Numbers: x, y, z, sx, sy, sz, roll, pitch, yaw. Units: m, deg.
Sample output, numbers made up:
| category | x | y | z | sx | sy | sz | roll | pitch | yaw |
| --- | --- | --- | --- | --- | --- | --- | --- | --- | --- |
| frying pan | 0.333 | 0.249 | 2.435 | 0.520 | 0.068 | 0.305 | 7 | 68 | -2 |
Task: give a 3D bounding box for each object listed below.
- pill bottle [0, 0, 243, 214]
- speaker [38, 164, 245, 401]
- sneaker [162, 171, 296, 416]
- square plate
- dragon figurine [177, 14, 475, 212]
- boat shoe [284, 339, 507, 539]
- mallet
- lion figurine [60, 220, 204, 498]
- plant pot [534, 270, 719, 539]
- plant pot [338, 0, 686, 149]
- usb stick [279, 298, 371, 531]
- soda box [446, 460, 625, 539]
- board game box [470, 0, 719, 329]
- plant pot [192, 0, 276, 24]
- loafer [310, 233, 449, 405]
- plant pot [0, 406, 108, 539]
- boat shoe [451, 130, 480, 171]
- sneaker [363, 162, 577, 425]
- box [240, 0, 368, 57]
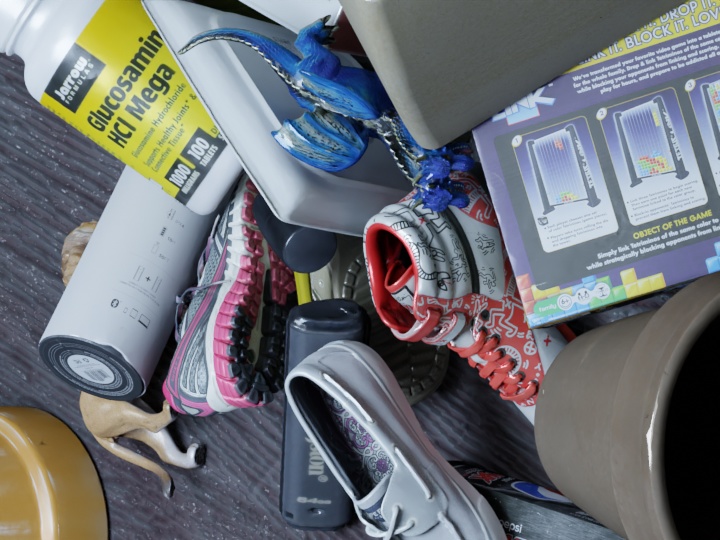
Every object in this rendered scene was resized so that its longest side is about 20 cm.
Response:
| category | x | y | z | sx | sy | sz | roll | pitch | yaw |
| --- | --- | --- | --- | --- | --- | --- | --- | --- | --- |
| pill bottle | -0.154 | -0.136 | 1.714 | 0.200 | 0.112 | 0.113 | 35 | 114 | -3 |
| speaker | -0.150 | -0.013 | 1.770 | 0.081 | 0.081 | 0.200 | -7 | 50 | 40 |
| sneaker | -0.088 | 0.009 | 1.732 | 0.075 | 0.081 | 0.200 | -17 | 42 | 34 |
| square plate | -0.029 | -0.100 | 1.653 | 0.028 | 0.200 | 0.198 | -46 | 59 | 24 |
| dragon figurine | -0.017 | -0.102 | 1.549 | 0.100 | 0.200 | 0.059 | -77 | 10 | -54 |
| boat shoe | 0.022 | 0.135 | 1.572 | 0.072 | 0.068 | 0.200 | -32 | 84 | 39 |
| mallet | -0.031 | 0.039 | 1.666 | 0.066 | 0.041 | 0.200 | -132 | 28 | -58 |
| lion figurine | -0.174 | 0.062 | 1.847 | 0.122 | 0.072 | 0.201 | 3 | 81 | 27 |
| plant pot | 0.196 | 0.095 | 1.474 | 0.174 | 0.200 | 0.201 | 3 | 89 | 60 |
| plant pot | 0.052 | -0.216 | 1.434 | 0.200 | 0.177 | 0.200 | -31 | 73 | 11 |
| usb stick | -0.025 | 0.098 | 1.678 | 0.033 | 0.055 | 0.200 | -100 | 10 | -47 |
| soda box | 0.111 | 0.175 | 1.602 | 0.200 | 0.063 | 0.071 | 15 | 97 | 40 |
| board game box | 0.174 | -0.070 | 1.506 | 0.200 | 0.057 | 0.166 | -17 | 85 | 14 |
| plant pot | -0.126 | -0.283 | 1.755 | 0.200 | 0.193 | 0.201 | -4 | 84 | 41 |
| loafer | 0.000 | 0.000 | 1.710 | 0.068 | 0.076 | 0.200 | 126 | 124 | -70 |
| plant pot | -0.323 | 0.202 | 1.897 | 0.200 | 0.183 | 0.201 | -3 | 85 | 41 |
| boat shoe | 0.102 | -0.137 | 1.631 | 0.071 | 0.064 | 0.200 | 25 | 103 | 39 |
| sneaker | 0.072 | 0.040 | 1.584 | 0.067 | 0.108 | 0.202 | -20 | 94 | 53 |
| box | 0.026 | -0.246 | 1.647 | 0.106 | 0.152 | 0.200 | 32 | 108 | 35 |
